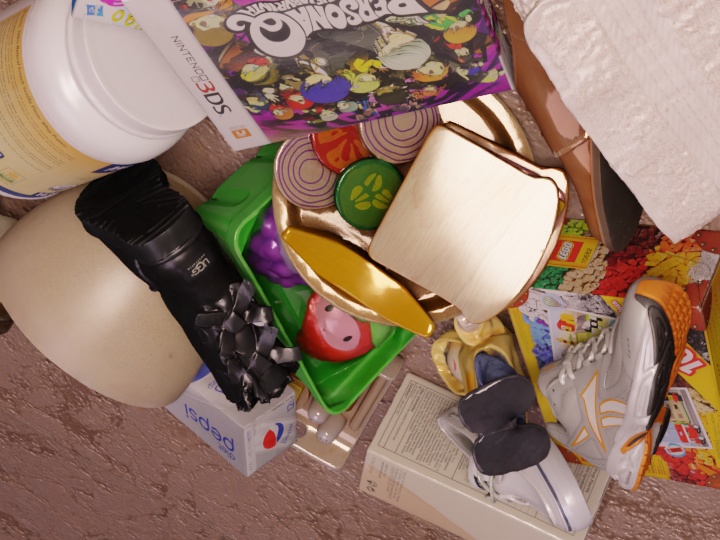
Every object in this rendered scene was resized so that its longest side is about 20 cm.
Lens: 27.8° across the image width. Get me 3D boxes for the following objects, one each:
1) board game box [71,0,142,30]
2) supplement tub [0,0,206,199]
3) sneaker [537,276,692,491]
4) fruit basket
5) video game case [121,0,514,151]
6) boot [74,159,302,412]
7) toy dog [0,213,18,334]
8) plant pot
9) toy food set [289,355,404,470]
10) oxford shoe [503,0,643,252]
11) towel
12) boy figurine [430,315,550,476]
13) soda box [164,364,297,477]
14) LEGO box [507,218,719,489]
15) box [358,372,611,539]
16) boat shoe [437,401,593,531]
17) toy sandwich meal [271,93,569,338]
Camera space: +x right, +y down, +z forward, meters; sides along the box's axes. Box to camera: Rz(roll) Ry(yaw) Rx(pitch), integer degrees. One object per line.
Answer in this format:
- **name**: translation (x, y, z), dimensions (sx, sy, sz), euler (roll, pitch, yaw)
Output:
- **board game box**: translation (-0.057, -0.213, 0.871), dimensions (0.195, 0.056, 0.200), euler (8, 150, -20)
- **supplement tub**: translation (-0.207, -0.139, 1.067), dimensions (0.200, 0.145, 0.145), euler (-13, 126, 45)
- **sneaker**: translation (0.164, 0.073, 0.986), dimensions (0.092, 0.076, 0.200), euler (22, 142, 19)
- **fruit basket**: translation (0.000, 0.000, 1.101), dimensions (0.215, 0.156, 0.216), euler (37, 156, 19)
- **video game case**: translation (-0.020, -0.149, 0.895), dimensions (0.199, 0.036, 0.181), euler (-11, 152, 13)
- **boot**: translation (-0.126, 0.009, 1.073), dimensions (0.163, 0.073, 0.198), euler (58, 168, -29)
- **toy dog**: translation (-0.385, -0.024, 1.346), dimensions (0.200, 0.140, 0.194), euler (32, 158, -1)
- **plant pot**: translation (-0.184, -0.006, 1.201), dimensions (0.200, 0.200, 0.135), euler (39, 109, -11)
- **toy food set**: translation (-0.054, 0.103, 1.320), dimensions (0.143, 0.061, 0.200), euler (29, 144, 2)
- **oxford shoe**: translation (0.139, -0.102, 0.934), dimensions (0.071, 0.071, 0.201), euler (6, 127, 37)
- **towel**: translation (0.189, -0.119, 0.852), dimensions (0.132, 0.035, 0.200), euler (-33, 116, 18)
- **boy figurine**: translation (0.094, 0.080, 1.106), dimensions (0.064, 0.200, 0.125), euler (-19, 106, -1)
- **soda box**: translation (-0.145, 0.096, 1.316), dimensions (0.200, 0.063, 0.068), euler (35, 143, 32)
- **LEGO box**: translation (0.203, 0.061, 1.070), dimensions (0.148, 0.077, 0.200), euler (6, 138, 30)
- **box**: translation (0.109, 0.181, 1.271), dimensions (0.199, 0.095, 0.078), euler (25, 145, 10)
- **boat shoe**: translation (0.120, 0.159, 1.164), dimensions (0.074, 0.067, 0.200), euler (65, 174, -23)
- **toy sandwich meal**: translation (0.037, -0.045, 0.988), dimensions (0.205, 0.206, 0.070), euler (34, -172, -5)
